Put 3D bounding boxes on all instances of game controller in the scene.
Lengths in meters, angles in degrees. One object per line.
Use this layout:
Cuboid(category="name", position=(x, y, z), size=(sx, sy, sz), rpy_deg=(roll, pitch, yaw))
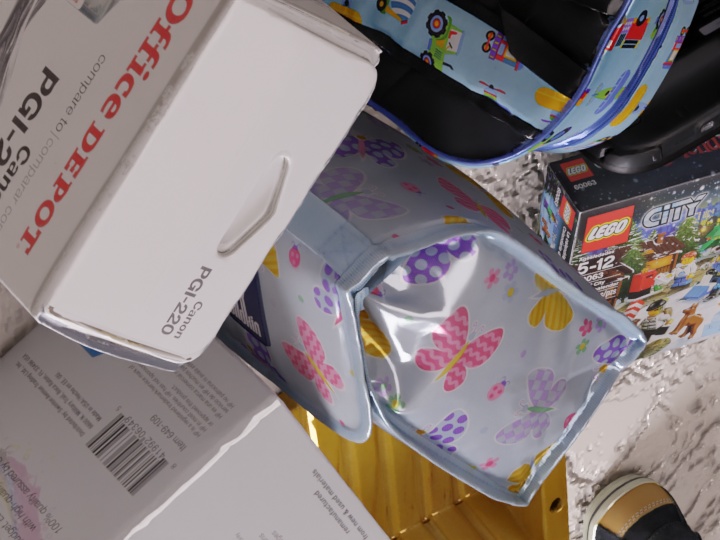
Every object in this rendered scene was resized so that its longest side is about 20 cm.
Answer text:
Cuboid(category="game controller", position=(0.170, -0.120, 1.324), size=(0.200, 0.104, 0.042), rpy_deg=(-30, 141, -20))

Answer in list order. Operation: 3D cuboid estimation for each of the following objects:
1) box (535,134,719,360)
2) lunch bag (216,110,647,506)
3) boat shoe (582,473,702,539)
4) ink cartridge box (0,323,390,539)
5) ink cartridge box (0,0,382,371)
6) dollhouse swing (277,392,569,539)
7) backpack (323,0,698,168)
Cuboid(category="box", position=(0.183, -0.021, 1.420), size=(0.200, 0.038, 0.137), rpy_deg=(-16, 143, -19))
Cuboid(category="lunch bag", position=(0.000, 0.000, 1.221), size=(0.127, 0.170, 0.200), rpy_deg=(-52, 142, 1))
Cuboid(category="boat shoe", position=(0.171, 0.203, 1.610), size=(0.075, 0.062, 0.200), rpy_deg=(-31, 138, -21))
Cuboid(category="ink cartridge box", position=(-0.114, 0.129, 1.230), size=(0.200, 0.147, 0.146), rpy_deg=(-42, 132, -7))
Cuboid(category="ink cartridge box", position=(-0.105, -0.077, 1.046), size=(0.085, 0.200, 0.146), rpy_deg=(22, 105, -47))
Cuboid(category="dollhouse swing", position=(0.037, 0.162, 1.375), size=(0.200, 0.176, 0.182), rpy_deg=(-26, 135, -22))
Cuboid(category="backpack", position=(0.066, -0.135, 1.150), size=(0.135, 0.200, 0.183), rpy_deg=(11, 112, -45))
